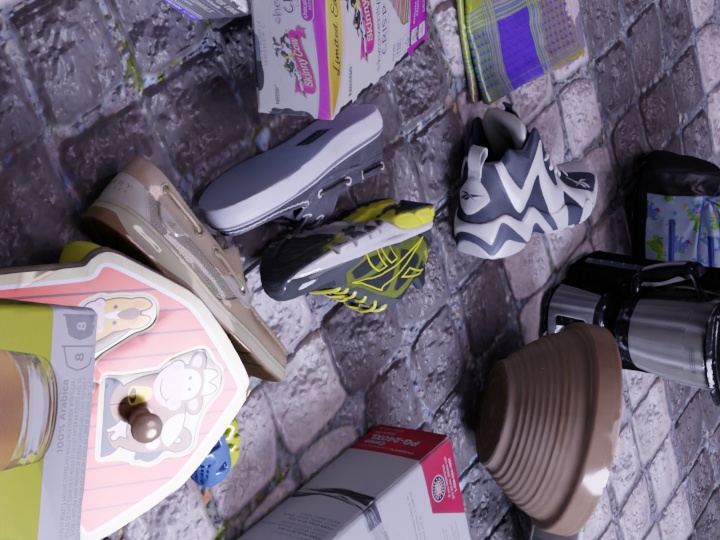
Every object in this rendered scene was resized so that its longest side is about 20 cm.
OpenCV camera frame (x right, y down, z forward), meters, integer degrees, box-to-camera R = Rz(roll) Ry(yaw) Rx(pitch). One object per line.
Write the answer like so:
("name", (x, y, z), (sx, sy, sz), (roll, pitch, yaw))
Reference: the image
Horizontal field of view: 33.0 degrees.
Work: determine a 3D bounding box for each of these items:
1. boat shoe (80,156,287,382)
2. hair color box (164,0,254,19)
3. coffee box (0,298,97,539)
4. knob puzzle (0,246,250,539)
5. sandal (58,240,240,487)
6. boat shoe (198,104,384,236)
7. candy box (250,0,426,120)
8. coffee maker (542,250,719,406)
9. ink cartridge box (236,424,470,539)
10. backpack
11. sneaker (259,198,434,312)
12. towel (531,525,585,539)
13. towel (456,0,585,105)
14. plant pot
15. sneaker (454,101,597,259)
("boat shoe", (-0.107, 0.005, 0.841), (0.200, 0.072, 0.065), (49, 60, -35))
("hair color box", (-0.104, -0.284, 0.817), (0.109, 0.065, 0.200), (27, 72, -50))
("coffee box", (-0.266, 0.105, 0.552), (0.198, 0.200, 0.200), (4, 90, -51))
("knob puzzle", (-0.156, 0.083, 0.733), (0.219, 0.030, 0.220), (-12, 116, -26))
("sandal", (-0.154, 0.077, 0.795), (0.087, 0.079, 0.200), (-49, 123, -25))
("boat shoe", (-0.043, -0.063, 0.920), (0.200, 0.070, 0.066), (-42, 124, -49))
("candy box", (-0.010, -0.207, 0.887), (0.200, 0.061, 0.136), (-49, 142, -54))
("coffee maker", (0.320, 0.055, 1.266), (0.192, 0.200, 0.135), (5, 94, -47))
("ink cartridge box", (-0.001, 0.237, 0.986), (0.200, 0.083, 0.145), (-32, 118, -44))
("backpack", (0.368, -0.023, 1.378), (0.163, 0.154, 0.200), (-37, 139, -72))
("sneaker", (0.000, 0.000, 0.967), (0.200, 0.074, 0.085), (-23, 112, -48))
("towel", (0.198, 0.225, 1.208), (0.153, 0.023, 0.200), (135, -33, -81))
("towel", (0.158, -0.250, 1.175), (0.200, 0.023, 0.144), (-30, 117, -45))
("plant pot", (0.166, 0.142, 1.142), (0.093, 0.201, 0.201), (11, 83, -7))
("sneaker", (0.159, -0.103, 1.147), (0.199, 0.079, 0.130), (-24, 121, -37))
